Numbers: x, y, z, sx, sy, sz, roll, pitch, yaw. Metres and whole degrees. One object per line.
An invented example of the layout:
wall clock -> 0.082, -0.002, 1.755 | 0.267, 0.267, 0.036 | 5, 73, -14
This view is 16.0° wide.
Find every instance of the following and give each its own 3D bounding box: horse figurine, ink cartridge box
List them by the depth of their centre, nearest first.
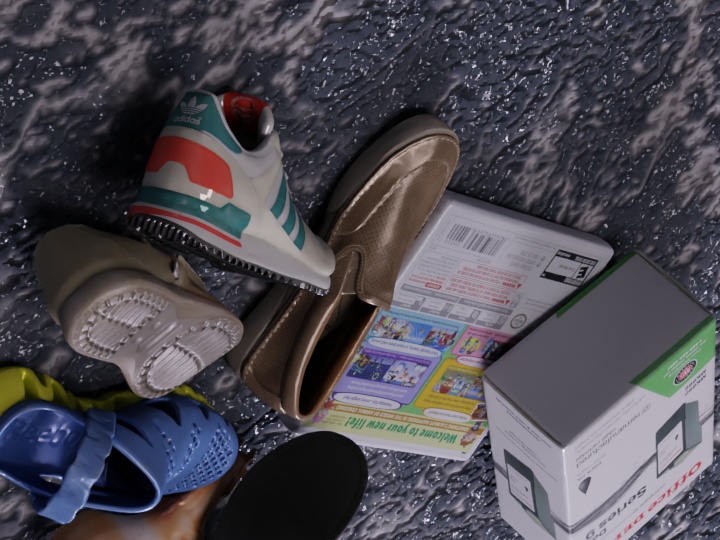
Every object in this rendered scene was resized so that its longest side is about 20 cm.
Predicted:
horse figurine -> -0.153, 0.181, 1.566 | 0.200, 0.050, 0.133 | -10, 138, -43
ink cartridge box -> 0.167, 0.103, 1.760 | 0.146, 0.084, 0.200 | -39, 150, -17

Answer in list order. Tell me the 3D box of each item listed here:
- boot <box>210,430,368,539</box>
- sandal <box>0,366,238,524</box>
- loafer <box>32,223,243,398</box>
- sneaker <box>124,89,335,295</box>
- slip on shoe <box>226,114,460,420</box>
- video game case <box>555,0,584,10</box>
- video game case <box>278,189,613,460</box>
boot -> -0.070, 0.199, 1.636 | 0.200, 0.069, 0.174 | -52, 172, -14
sandal -> -0.141, 0.111, 1.477 | 0.200, 0.087, 0.080 | 5, 120, -50
loafer -> -0.123, 0.017, 1.418 | 0.076, 0.068, 0.200 | -34, 161, 2
sneaker -> -0.058, -0.045, 1.416 | 0.200, 0.070, 0.093 | 22, 83, -65
slip on shoe -> 0.000, 0.000, 1.528 | 0.200, 0.061, 0.076 | -50, 145, 7
video game case -> 0.190, -0.254, 1.503 | 0.200, 0.019, 0.143 | -32, 143, -16
video game case -> 0.058, 0.039, 1.659 | 0.200, 0.022, 0.182 | 14, 115, -53
